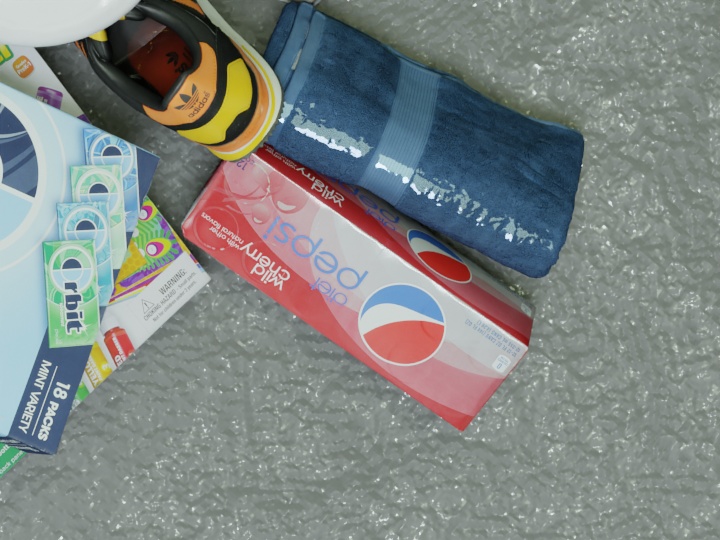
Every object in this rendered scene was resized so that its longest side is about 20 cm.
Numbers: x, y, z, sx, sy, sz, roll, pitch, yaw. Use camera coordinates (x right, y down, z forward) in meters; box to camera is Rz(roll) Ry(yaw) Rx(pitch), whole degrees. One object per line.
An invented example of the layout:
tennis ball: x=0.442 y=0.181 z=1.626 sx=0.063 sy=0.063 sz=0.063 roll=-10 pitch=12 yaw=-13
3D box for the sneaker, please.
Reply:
sneaker: x=-0.127 y=-0.138 z=1.156 sx=0.200 sy=0.090 sz=0.070 roll=43 pitch=100 yaw=31

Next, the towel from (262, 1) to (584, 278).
towel: x=0.033 y=-0.076 z=1.208 sx=0.199 sy=0.112 sz=0.049 roll=27 pitch=127 yaw=-8

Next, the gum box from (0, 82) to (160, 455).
gum box: x=-0.222 y=-0.019 z=1.097 sx=0.199 sy=0.044 sz=0.171 roll=24 pitch=76 yaw=-26

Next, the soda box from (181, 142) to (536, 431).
soda box: x=0.000 y=0.000 z=1.208 sx=0.200 sy=0.063 sz=0.070 roll=35 pitch=112 yaw=-5

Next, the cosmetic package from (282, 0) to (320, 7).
cosmetic package: x=-0.032 y=-0.263 z=1.219 sx=0.103 sy=0.087 sz=0.201 roll=23 pitch=83 yaw=-8

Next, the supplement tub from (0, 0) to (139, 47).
supplement tub: x=-0.176 y=-0.217 z=1.117 sx=0.140 sy=0.200 sz=0.141 roll=-6 pitch=122 yaw=-10

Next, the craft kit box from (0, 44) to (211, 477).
craft kit box: x=-0.211 y=-0.007 z=1.152 sx=0.200 sy=0.048 sz=0.198 roll=-45 pitch=106 yaw=-24
